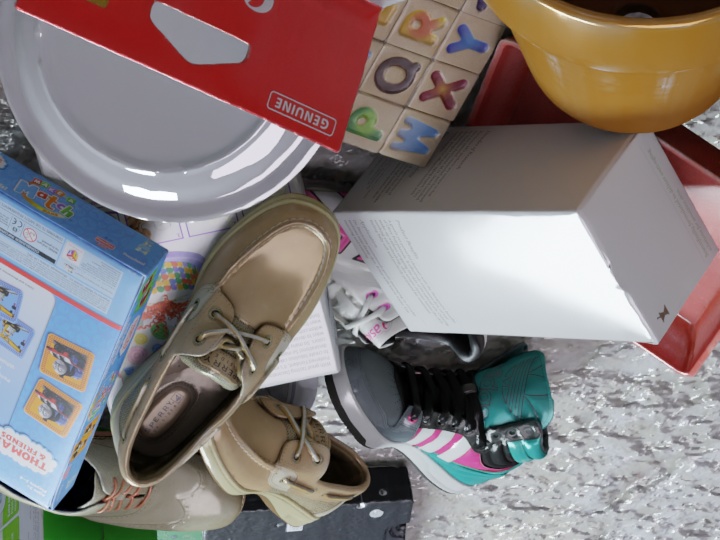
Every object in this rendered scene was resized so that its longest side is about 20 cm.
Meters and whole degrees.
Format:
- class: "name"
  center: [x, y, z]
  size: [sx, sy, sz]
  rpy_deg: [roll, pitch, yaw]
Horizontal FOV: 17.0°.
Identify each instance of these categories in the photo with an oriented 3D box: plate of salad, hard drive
- class: "plate of salad"
  center: [-0.101, -0.126, 1.312]
  size: [0.200, 0.048, 0.200]
  rpy_deg: [2, 100, 12]
- class: "hard drive"
  center: [-0.067, 0.202, 1.800]
  size: [0.200, 0.038, 0.140]
  rpy_deg: [-4, 141, -9]

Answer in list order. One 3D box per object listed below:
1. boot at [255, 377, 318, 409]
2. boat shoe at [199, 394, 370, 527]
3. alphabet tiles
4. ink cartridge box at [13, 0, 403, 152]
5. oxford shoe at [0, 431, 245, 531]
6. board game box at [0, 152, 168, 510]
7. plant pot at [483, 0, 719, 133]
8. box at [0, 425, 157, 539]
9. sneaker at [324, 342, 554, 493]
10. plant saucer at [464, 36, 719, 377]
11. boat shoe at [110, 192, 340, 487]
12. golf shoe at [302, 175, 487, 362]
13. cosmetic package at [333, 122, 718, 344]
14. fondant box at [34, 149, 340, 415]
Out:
- class: "boot"
  center: [-0.087, 0.078, 1.613]
  size: [0.095, 0.074, 0.200]
  rpy_deg: [-6, 142, -16]
- class: "boat shoe"
  center: [-0.053, 0.110, 1.561]
  size: [0.064, 0.071, 0.200]
  rpy_deg: [-21, 156, 14]
- class: "alphabet tiles"
  center: [0.015, -0.161, 1.353]
  size: [0.167, 0.008, 0.200]
  rpy_deg: [17, 117, -29]
- class: "ink cartridge box"
  center: [-0.057, -0.178, 1.226]
  size: [0.200, 0.176, 0.045]
  rpy_deg: [23, 165, -28]
- class: "oxford shoe"
  center: [-0.164, 0.142, 1.578]
  size: [0.200, 0.074, 0.071]
  rpy_deg: [13, 106, -22]
- class: "board game box"
  center: [-0.213, 0.031, 1.435]
  size: [0.151, 0.037, 0.200]
  rpy_deg: [30, 126, 6]
- class: "plant pot"
  center: [0.148, -0.170, 1.289]
  size: [0.200, 0.200, 0.183]
  rpy_deg: [-10, 155, -1]
- class: "box"
  center: [-0.223, 0.230, 1.661]
  size: [0.097, 0.200, 0.176]
  rpy_deg: [18, 137, -30]
- class: "sneaker"
  center: [0.069, 0.088, 1.653]
  size: [0.121, 0.084, 0.200]
  rpy_deg: [-23, 147, 23]
- class: "plant saucer"
  center: [0.153, -0.043, 1.458]
  size: [0.200, 0.037, 0.200]
  rpy_deg: [34, 151, 8]
- class: "boat shoe"
  center: [-0.078, 0.044, 1.410]
  size: [0.072, 0.065, 0.200]
  rpy_deg: [34, 109, -18]
- class: "golf shoe"
  center: [0.000, 0.000, 1.526]
  size: [0.200, 0.092, 0.073]
  rpy_deg: [14, 140, -25]
- class: "cosmetic package"
  center: [0.095, -0.022, 1.425]
  size: [0.200, 0.085, 0.108]
  rpy_deg: [2, 134, 44]
- class: "fondant box"
  center: [-0.102, -0.021, 1.445]
  size: [0.144, 0.058, 0.200]
  rpy_deg: [-12, 115, 2]
